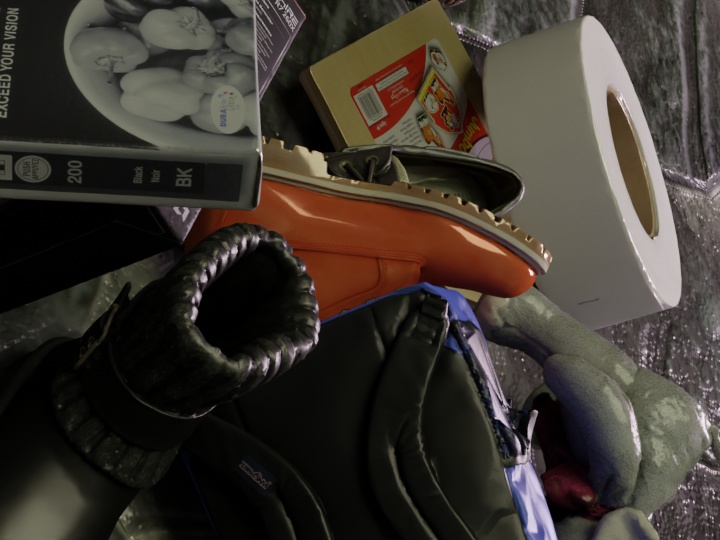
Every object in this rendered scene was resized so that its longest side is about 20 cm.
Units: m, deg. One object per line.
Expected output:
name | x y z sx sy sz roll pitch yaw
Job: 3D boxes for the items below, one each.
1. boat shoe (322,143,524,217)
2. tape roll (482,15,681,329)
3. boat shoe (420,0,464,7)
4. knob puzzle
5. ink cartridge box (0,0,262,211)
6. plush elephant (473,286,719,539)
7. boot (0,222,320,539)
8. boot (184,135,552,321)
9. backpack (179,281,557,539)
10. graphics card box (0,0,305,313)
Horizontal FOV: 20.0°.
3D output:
boat shoe | 0.007 -0.041 1.155 0.200 0.066 0.072 -6 77 -38
tape roll | 0.148 -0.062 1.343 0.202 0.070 0.204 -16 90 -73
boat shoe | 0.016 -0.244 1.337 0.200 0.075 0.072 33 40 -51
knob puzzle | 0.046 -0.057 1.285 0.219 0.030 0.221 31 47 -40
ink cartridge box | -0.144 -0.105 0.907 0.199 0.044 0.199 2 42 -6
plush elephant | 0.127 0.135 1.174 0.155 0.199 0.165 -53 155 -19
boot | -0.107 0.077 0.872 0.079 0.157 0.212 44 38 -27
boot | 0.000 0.000 1.081 0.199 0.075 0.108 14 85 -9
backpack | 0.024 0.124 1.017 0.201 0.162 0.168 68 14 9
graphics card box | -0.113 -0.070 0.990 0.051 0.125 0.200 55 35 -26
